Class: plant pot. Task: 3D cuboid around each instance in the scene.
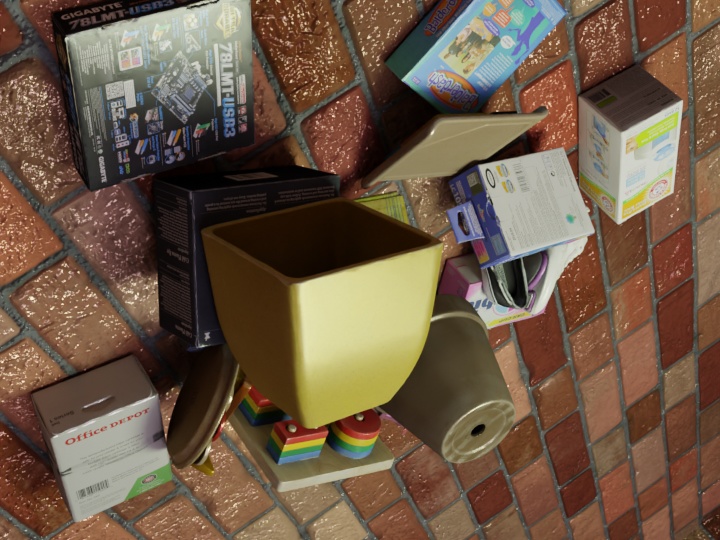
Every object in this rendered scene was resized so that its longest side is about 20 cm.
[{"bbox_3d":[-0.042,0.054,1.206,0.194,0.195,0.200,-15,116,-32],"label":"plant pot"},{"bbox_3d":[0.120,0.162,1.505,0.200,0.174,0.200,-20,137,-20],"label":"plant pot"}]

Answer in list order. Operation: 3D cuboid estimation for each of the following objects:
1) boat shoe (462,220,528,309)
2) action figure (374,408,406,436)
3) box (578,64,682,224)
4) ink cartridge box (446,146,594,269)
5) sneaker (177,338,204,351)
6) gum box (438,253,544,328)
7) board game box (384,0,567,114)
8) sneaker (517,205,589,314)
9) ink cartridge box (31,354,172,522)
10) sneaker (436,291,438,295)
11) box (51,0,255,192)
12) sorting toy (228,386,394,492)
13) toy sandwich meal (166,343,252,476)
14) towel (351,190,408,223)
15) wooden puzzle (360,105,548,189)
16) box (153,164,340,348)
[{"bbox_3d":[0.203,-0.033,1.598,0.074,0.068,0.200,-21,112,-25],"label":"boat shoe"},{"bbox_3d":[0.091,0.194,1.744,0.134,0.149,0.200,-26,128,-26],"label":"action figure"},{"bbox_3d":[0.398,-0.185,1.632,0.112,0.101,0.200,-29,142,-13],"label":"box"},{"bbox_3d":[0.214,-0.087,1.532,0.200,0.137,0.076,-15,172,-35],"label":"ink cartridge box"},{"bbox_3d":[-0.151,0.044,1.435,0.200,0.075,0.078,-35,146,-2],"label":"sneaker"},{"bbox_3d":[0.220,0.025,1.731,0.200,0.066,0.114,-13,135,-29],"label":"gum box"},{"bbox_3d":[0.145,-0.288,1.359,0.200,0.045,0.152,-47,143,11],"label":"board game box"},{"bbox_3d":[0.300,-0.025,1.663,0.100,0.075,0.200,22,80,-29],"label":"sneaker"},{"bbox_3d":[-0.339,0.223,1.451,0.146,0.084,0.200,-21,140,-22],"label":"ink cartridge box"},{"bbox_3d":[0.053,0.069,1.596,0.076,0.115,0.201,-11,135,-32],"label":"sneaker"},{"bbox_3d":[-0.210,-0.196,1.154,0.198,0.050,0.200,-21,140,-23],"label":"box"},{"bbox_3d":[-0.074,0.205,1.561,0.199,0.200,0.070,-4,127,-37],"label":"sorting toy"},{"bbox_3d":[-0.188,0.175,1.444,0.070,0.205,0.205,26,113,-20],"label":"toy sandwich meal"},{"bbox_3d":[0.000,0.000,1.407,0.143,0.200,0.023,-10,175,-3],"label":"towel"},{"bbox_3d":[0.118,-0.165,1.420,0.200,0.037,0.185,-13,168,-33],"label":"wooden puzzle"},{"bbox_3d":[-0.132,-0.022,1.299,0.200,0.104,0.182,-9,106,-33],"label":"box"}]
